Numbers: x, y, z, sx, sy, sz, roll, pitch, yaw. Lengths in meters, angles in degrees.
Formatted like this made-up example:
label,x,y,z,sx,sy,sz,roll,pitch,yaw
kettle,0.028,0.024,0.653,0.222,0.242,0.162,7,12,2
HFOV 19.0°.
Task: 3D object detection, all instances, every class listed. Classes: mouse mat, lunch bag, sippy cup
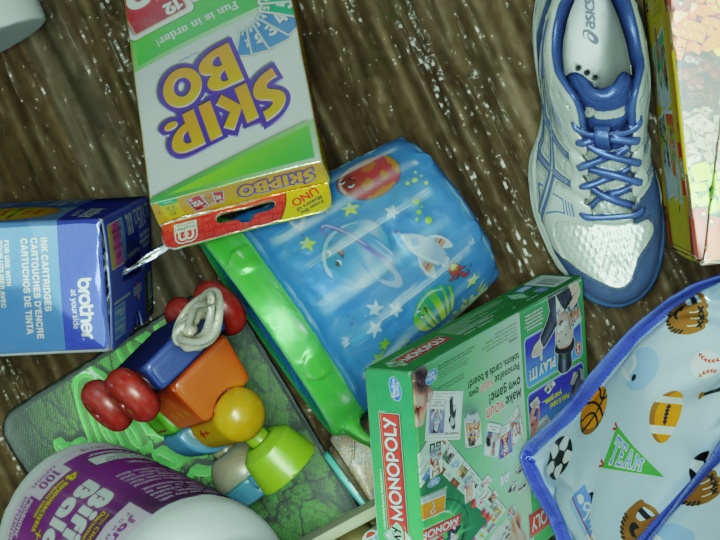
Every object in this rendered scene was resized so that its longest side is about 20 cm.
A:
label,x,y,z,sx,sy,sz,roll,pitch,yaw
mouse mat,-0.096,0.131,1.250,0.160,0.008,0.201,-32,89,5
lunch bag,0.211,0.083,1.094,0.169,0.124,0.200,13,127,-36
sippy cup,0.000,0.000,1.183,0.130,0.140,0.178,-34,119,-5

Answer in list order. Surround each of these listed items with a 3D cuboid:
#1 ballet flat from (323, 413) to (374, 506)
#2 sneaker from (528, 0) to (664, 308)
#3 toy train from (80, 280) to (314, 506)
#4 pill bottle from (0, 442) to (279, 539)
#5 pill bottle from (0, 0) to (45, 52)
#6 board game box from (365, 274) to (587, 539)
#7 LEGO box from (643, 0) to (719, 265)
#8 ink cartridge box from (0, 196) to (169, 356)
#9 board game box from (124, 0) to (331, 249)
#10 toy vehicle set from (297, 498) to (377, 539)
label,x,y,z,sx,sy,sz,roll,pitch,yaw
ballet flat,0.058,0.162,1.212,0.067,0.068,0.200,-34,91,-3
sneaker,0.127,-0.077,1.185,0.075,0.088,0.201,-9,93,3
toy train,-0.070,0.072,1.148,0.116,0.200,0.085,47,71,-7
pill bottle,-0.106,0.165,1.139,0.112,0.200,0.113,-7,102,-33
pill bottle,-0.256,-0.213,1.194,0.114,0.114,0.201,-25,90,5
board game box,0.068,0.090,1.135,0.029,0.200,0.135,4,105,30
LEGO box,0.198,-0.083,1.123,0.077,0.200,0.150,-7,92,5
ink cartridge box,-0.192,0.003,1.186,0.199,0.136,0.077,-1,97,4
board game box,-0.076,-0.107,1.176,0.095,0.030,0.201,-14,59,5
toy vehicle set,-0.014,0.211,1.196,0.200,0.027,0.125,-32,92,27
